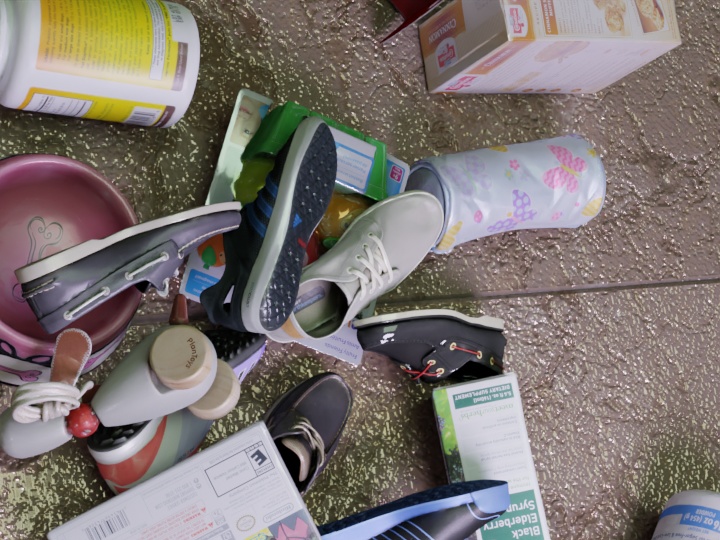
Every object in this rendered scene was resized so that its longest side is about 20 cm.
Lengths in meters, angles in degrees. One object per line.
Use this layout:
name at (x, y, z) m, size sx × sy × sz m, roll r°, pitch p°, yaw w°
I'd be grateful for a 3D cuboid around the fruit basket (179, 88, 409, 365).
fruit basket at (-0.051, -0.040, 1.683) m, size 0.184 × 0.094 × 0.202 m, roll 23°, pitch 65°, yaw -21°

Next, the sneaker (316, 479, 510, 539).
sneaker at (0.041, 0.240, 1.637) m, size 0.198 × 0.070 × 0.079 m, roll -17°, pitch 94°, yaw -5°

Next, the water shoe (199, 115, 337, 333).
water shoe at (-0.081, -0.045, 1.600) m, size 0.072 × 0.078 × 0.201 m, roll 54°, pitch 48°, yaw -54°

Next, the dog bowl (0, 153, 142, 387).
dog bowl at (-0.266, -0.007, 1.575) m, size 0.199 × 0.074 × 0.202 m, roll 7°, pitch 74°, yaw -26°

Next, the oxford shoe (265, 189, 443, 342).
oxford shoe at (0.000, 0.000, 1.646) m, size 0.199 × 0.058 × 0.076 m, roll -35°, pitch 109°, yaw -21°

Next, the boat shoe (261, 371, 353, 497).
boat shoe at (-0.060, 0.165, 1.636) m, size 0.075 × 0.073 × 0.200 m, roll 46°, pitch 57°, yaw -14°

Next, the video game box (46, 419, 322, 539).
video game box at (-0.125, 0.247, 1.540) m, size 0.199 × 0.047 × 0.183 m, roll -27°, pitch 88°, yaw -2°

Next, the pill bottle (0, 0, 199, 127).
pill bottle at (-0.245, -0.187, 1.611) m, size 0.198 × 0.109 × 0.110 m, roll 6°, pitch 74°, yaw -27°

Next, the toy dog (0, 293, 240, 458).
toy dog at (-0.197, 0.079, 1.525) m, size 0.198 × 0.132 × 0.097 m, roll -7°, pitch 61°, yaw -15°

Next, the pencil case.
pencil case at (0.138, -0.074, 1.801) m, size 0.199 × 0.083 × 0.092 m, roll -12°, pitch 87°, yaw -30°

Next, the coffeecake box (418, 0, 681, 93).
coffeecake box at (0.180, -0.227, 1.821) m, size 0.198 × 0.153 × 0.074 m, roll -3°, pitch 78°, yaw -29°

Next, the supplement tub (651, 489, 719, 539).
supplement tub at (0.315, 0.320, 1.768) m, size 0.132 × 0.132 × 0.201 m, roll 34°, pitch 63°, yaw -16°

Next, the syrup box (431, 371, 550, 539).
syrup box at (0.121, 0.200, 1.711) m, size 0.078 × 0.081 × 0.202 m, roll -11°, pitch 81°, yaw 0°

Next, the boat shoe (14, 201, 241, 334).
boat shoe at (-0.181, -0.005, 1.541) m, size 0.199 × 0.073 × 0.063 m, roll -21°, pitch 94°, yaw -26°

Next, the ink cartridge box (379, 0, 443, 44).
ink cartridge box at (0.089, -0.319, 1.768) m, size 0.084 × 0.200 × 0.176 m, roll 48°, pitch 60°, yaw -8°

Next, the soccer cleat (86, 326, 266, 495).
soccer cleat at (-0.150, 0.119, 1.619) m, size 0.200 × 0.068 × 0.074 m, roll -42°, pitch 126°, yaw -37°

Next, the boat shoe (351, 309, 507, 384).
boat shoe at (0.067, 0.069, 1.703) m, size 0.201 × 0.073 × 0.064 m, roll 11°, pitch 74°, yaw -53°
